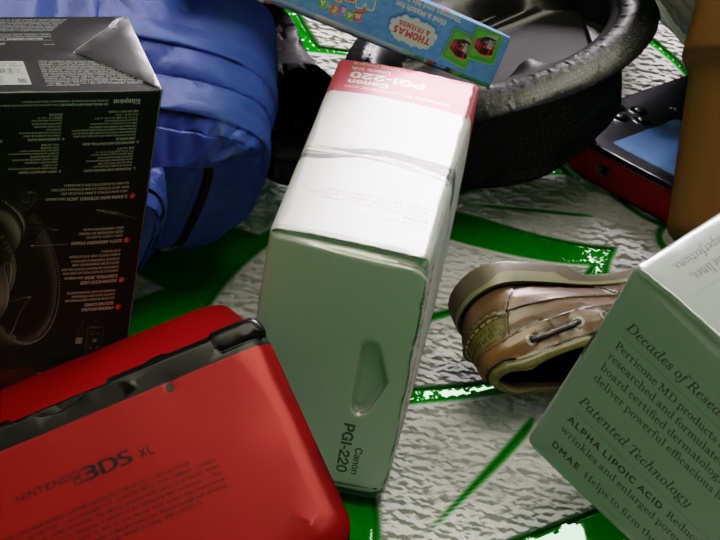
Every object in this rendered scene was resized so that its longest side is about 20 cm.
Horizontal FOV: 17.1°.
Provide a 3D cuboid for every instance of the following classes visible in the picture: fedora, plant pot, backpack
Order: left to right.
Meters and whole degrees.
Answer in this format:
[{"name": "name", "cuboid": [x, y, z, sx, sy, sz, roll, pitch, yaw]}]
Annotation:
[{"name": "backpack", "cuboid": [-0.146, -0.075, 1.320, 0.199, 0.163, 0.168, 5, 68, -15]}, {"name": "fedora", "cuboid": [0.091, -0.114, 1.490, 0.200, 0.092, 0.201, -10, 34, 7]}, {"name": "plant pot", "cuboid": [0.260, -0.061, 1.357, 0.200, 0.140, 0.200, 23, -4, 2]}]

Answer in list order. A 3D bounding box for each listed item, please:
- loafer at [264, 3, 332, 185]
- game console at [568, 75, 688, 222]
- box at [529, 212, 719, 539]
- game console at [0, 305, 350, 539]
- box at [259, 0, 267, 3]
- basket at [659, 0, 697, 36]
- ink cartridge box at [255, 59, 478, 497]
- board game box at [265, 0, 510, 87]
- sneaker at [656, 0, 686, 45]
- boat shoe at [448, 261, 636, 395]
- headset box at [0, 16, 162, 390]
[{"name": "loafer", "cuboid": [-0.052, -0.098, 1.462, 0.068, 0.071, 0.201, -5, 30, -11]}, {"name": "game console", "cuboid": [0.246, -0.065, 1.535, 0.200, 0.031, 0.177, 32, 38, 30]}, {"name": "box", "cuboid": [0.229, 0.072, 1.170, 0.200, 0.131, 0.199, 43, 41, 18]}, {"name": "game console", "cuboid": [-0.124, 0.105, 1.109, 0.199, 0.119, 0.173, -23, 70, -9]}, {"name": "box", "cuboid": [-0.128, -0.176, 1.497, 0.199, 0.040, 0.137, -17, -3, -22]}, {"name": "basket", "cuboid": [0.251, -0.208, 1.465, 0.123, 0.200, 0.136, 11, 68, 39]}, {"name": "ink cartridge box", "cuboid": [0.000, 0.000, 1.248, 0.084, 0.146, 0.200, 12, 31, 2]}, {"name": "board game box", "cuboid": [-0.034, -0.165, 1.364, 0.200, 0.037, 0.151, 20, 6, -30]}, {"name": "sneaker", "cuboid": [0.248, -0.178, 1.649, 0.199, 0.081, 0.115, 27, 5, -34]}, {"name": "boat shoe", "cuboid": [0.146, 0.039, 1.311, 0.199, 0.072, 0.068, -3, 48, -20]}, {"name": "headset box", "cuboid": [-0.187, -0.020, 1.177, 0.148, 0.201, 0.077, -3, 37, -20]}]
